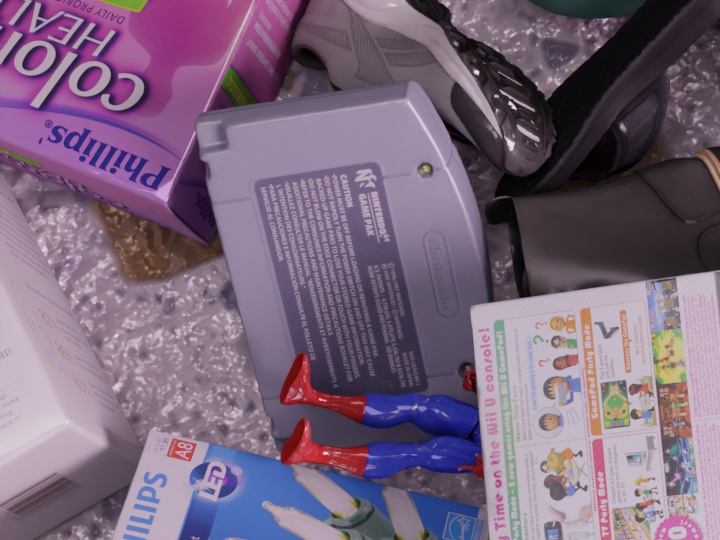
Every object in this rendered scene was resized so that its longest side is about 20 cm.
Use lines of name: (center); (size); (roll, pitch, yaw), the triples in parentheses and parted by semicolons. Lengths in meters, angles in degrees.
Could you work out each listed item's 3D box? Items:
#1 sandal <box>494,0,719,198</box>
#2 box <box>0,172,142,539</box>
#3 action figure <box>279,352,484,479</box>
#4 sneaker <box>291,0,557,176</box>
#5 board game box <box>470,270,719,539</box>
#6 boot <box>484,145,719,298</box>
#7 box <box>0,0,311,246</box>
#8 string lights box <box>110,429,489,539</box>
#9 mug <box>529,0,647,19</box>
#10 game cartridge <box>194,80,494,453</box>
sandal: (0.142, -0.090, 1.354); (0.048, 0.075, 0.200); (34, 122, -15)
box: (-0.217, 0.036, 1.384); (0.106, 0.152, 0.200); (-30, 72, 4)
action figure: (0.060, 0.087, 1.335); (0.199, 0.052, 0.066); (12, 45, -19)
sneaker: (0.032, -0.098, 1.389); (0.079, 0.074, 0.200); (-55, 45, 9)
board game box: (0.158, 0.080, 1.229); (0.199, 0.064, 0.148); (-7, 75, 14)
boot: (0.151, 0.035, 1.307); (0.138, 0.078, 0.200); (-10, 53, -9)
box: (-0.131, -0.143, 1.437); (0.175, 0.097, 0.201); (22, 83, 15)
string lights box: (-0.024, 0.156, 1.309); (0.199, 0.059, 0.103); (13, 43, 3)
mug: (0.110, -0.215, 1.369); (0.185, 0.114, 0.152); (-46, 52, -4)
game cartridge: (0.000, 0.000, 1.351); (0.133, 0.041, 0.201); (-6, 118, 13)
